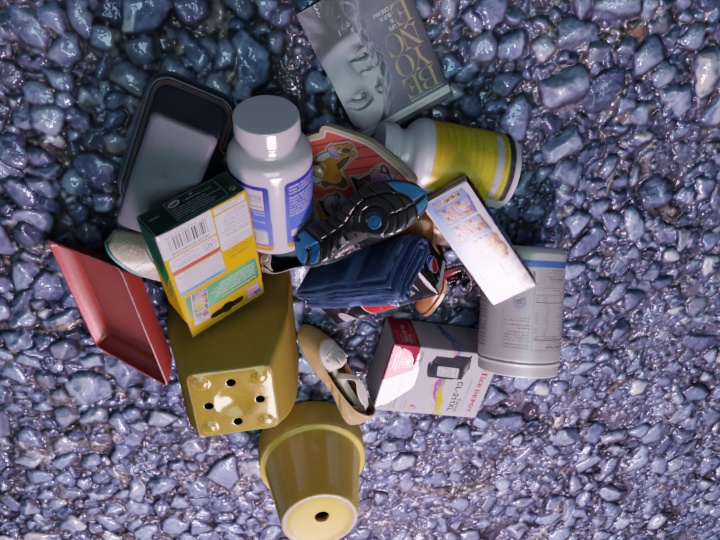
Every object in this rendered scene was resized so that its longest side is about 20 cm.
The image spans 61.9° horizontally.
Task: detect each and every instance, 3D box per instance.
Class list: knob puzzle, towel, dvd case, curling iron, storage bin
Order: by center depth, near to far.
[{"bbox_3d":[-0.241,-0.135,0.795,0.145,0.134,0.200,20,115,-20],"label":"storage bin"},{"bbox_3d":[0.024,-0.293,0.824,0.148,0.016,0.200,-28,120,5],"label":"dvd case"},{"bbox_3d":[-0.011,-0.113,0.841,0.219,0.030,0.220,20,139,18],"label":"knob puzzle"},{"bbox_3d":[0.000,0.000,0.863,0.200,0.112,0.049,-8,136,45],"label":"towel"},{"bbox_3d":[0.086,0.031,0.938,0.199,0.026,0.050,-17,119,25],"label":"curling iron"}]

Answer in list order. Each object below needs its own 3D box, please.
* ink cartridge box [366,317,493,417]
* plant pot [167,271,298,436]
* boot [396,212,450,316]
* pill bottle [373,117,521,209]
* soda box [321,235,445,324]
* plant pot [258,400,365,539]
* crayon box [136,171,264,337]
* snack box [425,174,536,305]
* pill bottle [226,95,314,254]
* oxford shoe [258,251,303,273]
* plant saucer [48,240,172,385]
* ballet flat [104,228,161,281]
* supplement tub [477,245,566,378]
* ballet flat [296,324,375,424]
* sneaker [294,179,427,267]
[{"bbox_3d":[0.127,0.174,1.065,0.199,0.083,0.146,8,117,-14],"label":"ink cartridge box"},{"bbox_3d":[-0.192,0.137,0.918,0.195,0.200,0.195,-6,120,-6],"label":"plant pot"},{"bbox_3d":[0.069,-0.023,0.960,0.154,0.074,0.201,9,119,-6],"label":"boot"},{"bbox_3d":[0.119,-0.156,0.862,0.199,0.112,0.112,7,117,-15],"label":"pill bottle"},{"bbox_3d":[0.027,0.018,0.918,0.200,0.071,0.063,-19,128,36],"label":"soda box"},{"bbox_3d":[-0.081,0.372,1.077,0.200,0.189,0.201,-5,120,-9],"label":"plant pot"},{"bbox_3d":[-0.202,-0.017,0.792,0.126,0.052,0.200,-34,146,-26],"label":"crayon box"},{"bbox_3d":[0.170,-0.039,0.852,0.072,0.024,0.200,-27,116,25],"label":"snack box"},{"bbox_3d":[-0.119,-0.126,0.802,0.112,0.112,0.200,-5,140,-8],"label":"pill bottle"},{"bbox_3d":[-0.158,-0.030,0.903,0.199,0.074,0.071,-9,123,-4],"label":"oxford shoe"},{"bbox_3d":[-0.356,0.053,0.876,0.037,0.199,0.201,-37,130,-39],"label":"plant saucer"},{"bbox_3d":[-0.261,-0.016,0.825,0.062,0.068,0.200,-24,155,11],"label":"ballet flat"},{"bbox_3d":[0.256,0.061,0.960,0.131,0.132,0.201,3,93,-12],"label":"supplement tub"},{"bbox_3d":[-0.034,0.171,1.019,0.063,0.069,0.200,-19,107,40],"label":"ballet flat"},{"bbox_3d":[0.005,-0.067,0.813,0.200,0.082,0.073,-22,86,26],"label":"sneaker"}]
